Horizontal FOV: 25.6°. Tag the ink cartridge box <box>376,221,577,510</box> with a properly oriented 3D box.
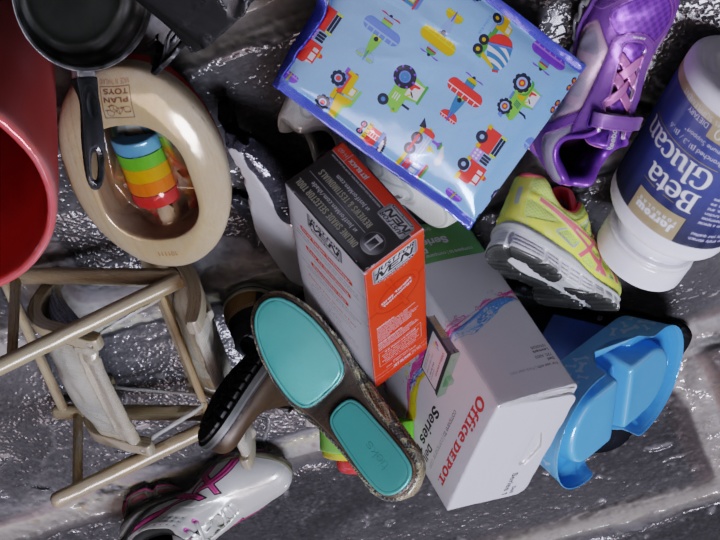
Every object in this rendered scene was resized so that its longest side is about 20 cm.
[{"bbox_3d":[0.082,0.080,1.358,0.083,0.201,0.146,-10,141,-29],"label":"ink cartridge box"}]

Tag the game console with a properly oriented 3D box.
[{"bbox_3d":[0.193,0.097,1.510,0.197,0.031,0.178,13,133,-16],"label":"game console"}]

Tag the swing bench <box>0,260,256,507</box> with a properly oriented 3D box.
[{"bbox_3d":[-0.209,0.088,1.415,0.197,0.131,0.200,-12,134,2],"label":"swing bench"}]

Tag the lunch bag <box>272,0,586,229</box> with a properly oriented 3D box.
[{"bbox_3d":[0.040,-0.154,1.181,0.199,0.094,0.151,34,95,-25],"label":"lunch bag"}]

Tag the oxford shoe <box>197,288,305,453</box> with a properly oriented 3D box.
[{"bbox_3d":[-0.060,0.092,1.350,0.085,0.200,0.072,50,149,-11],"label":"oxford shoe"}]

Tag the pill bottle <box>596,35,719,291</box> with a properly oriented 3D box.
[{"bbox_3d":[0.270,-0.080,1.283,0.110,0.112,0.201,13,132,-15],"label":"pill bottle"}]

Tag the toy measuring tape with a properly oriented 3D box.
[{"bbox_3d":[-0.021,0.140,1.404,0.073,0.074,0.199,29,168,-28],"label":"toy measuring tape"}]

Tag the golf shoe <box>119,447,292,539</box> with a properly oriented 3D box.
[{"bbox_3d":[-0.153,0.247,1.596,0.198,0.093,0.073,-25,130,18],"label":"golf shoe"}]

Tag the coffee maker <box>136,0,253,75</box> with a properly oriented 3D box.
[{"bbox_3d":[-0.159,-0.247,1.067,0.199,0.135,0.192,34,111,-23],"label":"coffee maker"}]

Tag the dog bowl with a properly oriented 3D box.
[{"bbox_3d":[0.214,0.110,1.407,0.049,0.199,0.113,27,131,34],"label":"dog bowl"}]

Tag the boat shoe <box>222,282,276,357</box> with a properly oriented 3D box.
[{"bbox_3d":[-0.042,0.080,1.459,0.199,0.063,0.075,29,125,-30],"label":"boat shoe"}]

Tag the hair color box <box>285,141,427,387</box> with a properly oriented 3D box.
[{"bbox_3d":[0.000,0.000,1.240,0.061,0.102,0.201,-36,156,-14],"label":"hair color box"}]

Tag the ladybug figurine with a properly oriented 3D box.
[{"bbox_3d":[-0.167,-0.095,1.264,0.134,0.072,0.202,0,131,12],"label":"ladybug figurine"}]

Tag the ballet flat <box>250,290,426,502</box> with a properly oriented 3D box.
[{"bbox_3d":[-0.017,0.102,1.296,0.068,0.075,0.201,-40,85,12],"label":"ballet flat"}]

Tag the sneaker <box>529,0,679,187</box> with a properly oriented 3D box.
[{"bbox_3d":[0.192,-0.142,1.230,0.079,0.089,0.201,9,134,-23],"label":"sneaker"}]

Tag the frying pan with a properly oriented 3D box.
[{"bbox_3d":[-0.192,-0.170,1.169,0.114,0.031,0.192,-32,115,-28],"label":"frying pan"}]

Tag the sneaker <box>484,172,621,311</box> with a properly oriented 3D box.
[{"bbox_3d":[0.177,-0.023,1.363,0.077,0.092,0.200,2,163,30],"label":"sneaker"}]

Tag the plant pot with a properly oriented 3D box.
[{"bbox_3d":[-0.307,-0.112,1.170,0.197,0.179,0.202,1,135,1],"label":"plant pot"}]

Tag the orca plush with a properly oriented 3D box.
[{"bbox_3d":[-0.061,-0.073,1.325,0.105,0.071,0.201,19,150,47],"label":"orca plush"}]

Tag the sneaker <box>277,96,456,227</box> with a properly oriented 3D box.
[{"bbox_3d":[0.007,-0.090,1.268,0.075,0.082,0.200,0,145,50],"label":"sneaker"}]
